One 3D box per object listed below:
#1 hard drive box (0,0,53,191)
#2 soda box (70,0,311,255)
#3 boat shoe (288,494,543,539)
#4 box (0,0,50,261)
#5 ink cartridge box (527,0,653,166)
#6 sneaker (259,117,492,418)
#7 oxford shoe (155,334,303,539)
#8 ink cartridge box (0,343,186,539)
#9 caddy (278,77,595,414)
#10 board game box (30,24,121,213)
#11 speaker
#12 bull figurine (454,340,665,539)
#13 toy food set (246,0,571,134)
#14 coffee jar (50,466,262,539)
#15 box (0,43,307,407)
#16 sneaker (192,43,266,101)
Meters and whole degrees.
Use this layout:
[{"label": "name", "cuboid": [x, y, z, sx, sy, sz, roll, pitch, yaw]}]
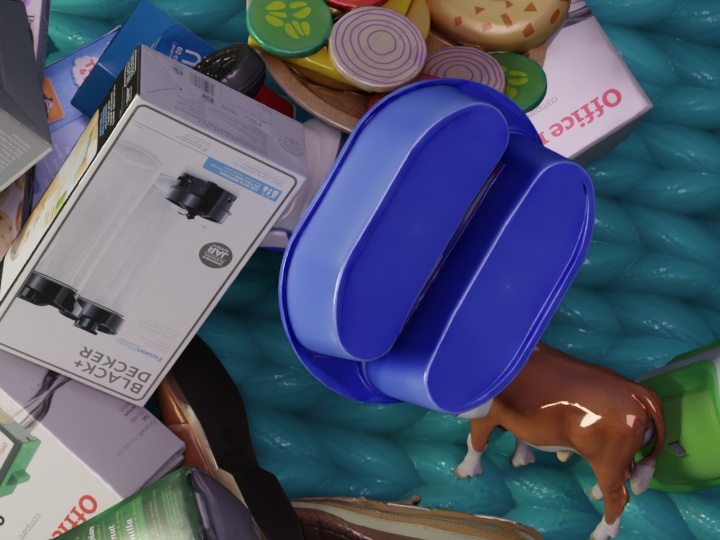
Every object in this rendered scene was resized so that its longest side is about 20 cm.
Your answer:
[{"label": "hard drive box", "cuboid": [-0.295, -0.083, 1.136, 0.200, 0.077, 0.156, -36, 43, 16]}, {"label": "soda box", "cuboid": [-0.086, -0.086, 1.214, 0.200, 0.068, 0.064, 35, 61, -10]}, {"label": "boat shoe", "cuboid": [0.023, 0.180, 1.213, 0.199, 0.076, 0.072, 11, 122, 13]}, {"label": "box", "cuboid": [-0.232, -0.091, 1.208, 0.041, 0.039, 0.201, 5, 81, -2]}, {"label": "ink cartridge box", "cuboid": [0.081, -0.147, 1.251, 0.145, 0.084, 0.200, -32, 85, -8]}, {"label": "sneaker", "cuboid": [0.000, 0.000, 1.146, 0.146, 0.081, 0.201, -5, 79, -13]}, {"label": "oxford shoe", "cuboid": [-0.110, 0.114, 1.198, 0.071, 0.071, 0.200, -39, 59, 23]}, {"label": "ink cartridge box", "cuboid": [-0.232, 0.106, 1.162, 0.200, 0.084, 0.146, 41, 121, 4]}, {"label": "caddy", "cuboid": [0.041, -0.013, 1.061, 0.141, 0.105, 0.200, 32, 87, -24]}, {"label": "board game box", "cuboid": [-0.212, -0.052, 1.243, 0.200, 0.037, 0.152, -29, 85, -7]}, {"label": "speaker", "cuboid": [0.228, 0.092, 1.162, 0.088, 0.200, 0.089, 3, 77, -16]}, {"label": "bull figurine", "cuboid": [0.113, 0.088, 1.199, 0.065, 0.200, 0.122, -23, 124, -36]}, {"label": "toy food set", "cuboid": [0.027, -0.159, 1.152, 0.199, 0.049, 0.198, 21, 59, 1]}, {"label": "coffee jar", "cuboid": [-0.156, 0.197, 1.080, 0.200, 0.104, 0.085, -27, 55, 9]}, {"label": "box", "cuboid": [-0.130, -0.022, 1.098, 0.116, 0.060, 0.200, 26, 121, -23]}, {"label": "sneaker", "cuboid": [-0.107, -0.051, 1.157, 0.200, 0.060, 0.104, -35, 115, 27]}]
